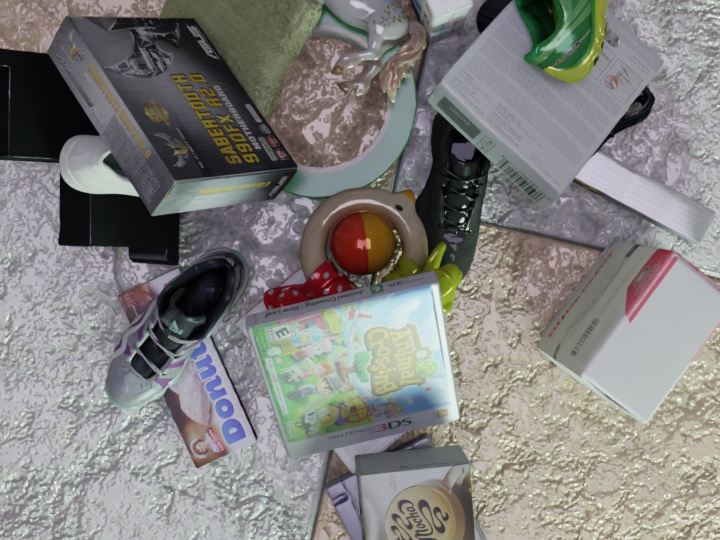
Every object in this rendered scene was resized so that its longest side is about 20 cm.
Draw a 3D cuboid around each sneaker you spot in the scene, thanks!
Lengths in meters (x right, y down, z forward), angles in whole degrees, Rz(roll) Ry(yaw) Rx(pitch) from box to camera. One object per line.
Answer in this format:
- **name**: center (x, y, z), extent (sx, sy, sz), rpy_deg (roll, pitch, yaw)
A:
- **sneaker**: center (-0.178, -0.098, 1.169), extent (0.199, 0.088, 0.076), rpy_deg (-6, 96, -37)
- **sneaker**: center (0.096, -0.083, 1.256), extent (0.075, 0.091, 0.202), rpy_deg (5, 93, -5)
- **sneaker**: center (-0.189, 0.057, 1.208), extent (0.078, 0.140, 0.200), rpy_deg (37, 89, -3)
- **sneaker**: center (0.194, -0.283, 1.185), extent (0.083, 0.074, 0.201), rpy_deg (10, 73, -19)

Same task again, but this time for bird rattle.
- **bird rattle**: center (0.000, 0.000, 1.229), extent (0.199, 0.113, 0.164), rpy_deg (-9, 77, 8)

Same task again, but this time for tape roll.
- **tape roll**: center (-0.041, -0.175, 1.272), extent (0.199, 0.048, 0.202), rpy_deg (0, 93, -1)

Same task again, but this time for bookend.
- **bookend**: center (-0.283, -0.105, 1.202), extent (0.198, 0.092, 0.202), rpy_deg (-1, 93, -38)

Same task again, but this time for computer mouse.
- **computer mouse**: center (0.219, -0.220, 1.261), extent (0.140, 0.046, 0.201), rpy_deg (-28, 80, -15)

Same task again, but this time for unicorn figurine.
- **unicorn figurine**: center (-0.016, -0.269, 1.218), extent (0.200, 0.074, 0.138), rpy_deg (40, 86, -16)

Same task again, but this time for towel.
- **towel**: center (-0.124, -0.253, 1.217), extent (0.200, 0.036, 0.149), rpy_deg (45, 117, 33)

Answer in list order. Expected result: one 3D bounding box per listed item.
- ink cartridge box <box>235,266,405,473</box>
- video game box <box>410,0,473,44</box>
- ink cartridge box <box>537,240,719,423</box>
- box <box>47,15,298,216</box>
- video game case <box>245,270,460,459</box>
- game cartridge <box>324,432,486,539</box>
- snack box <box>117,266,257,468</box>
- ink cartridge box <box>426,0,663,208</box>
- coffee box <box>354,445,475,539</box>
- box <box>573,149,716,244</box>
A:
- **ink cartridge box**: center (-0.028, 0.098, 1.282), extent (0.109, 0.050, 0.200), rpy_deg (-39, 91, 1)
- **video game box**: center (0.050, -0.330, 1.200), extent (0.047, 0.182, 0.201), rpy_deg (-23, 92, 0)
- **ink cartridge box**: center (0.263, 0.054, 1.208), extent (0.085, 0.200, 0.146), rpy_deg (36, 92, -7)
- **box**: center (-0.171, -0.147, 1.128), extent (0.048, 0.158, 0.200), rpy_deg (-48, 67, 34)
- **video game case**: center (-0.002, 0.096, 1.184), extent (0.181, 0.022, 0.201), rpy_deg (-13, 133, -1)
- **game cartridge**: center (0.063, 0.287, 1.299), extent (0.129, 0.038, 0.201), rpy_deg (-27, 92, -4)
- **snack box**: center (-0.181, 0.102, 1.293), extent (0.072, 0.024, 0.201), rpy_deg (-24, 92, -1)
- **ink cartridge box**: center (0.185, -0.187, 1.220), extent (0.162, 0.057, 0.200), rpy_deg (42, 63, -3)
- **coffee box**: center (0.059, 0.287, 1.237), extent (0.112, 0.080, 0.202), rpy_deg (-5, 96, -3)
- **box**: center (0.272, -0.090, 1.282), extent (0.199, 0.039, 0.042), rpy_deg (27, 92, -1)
